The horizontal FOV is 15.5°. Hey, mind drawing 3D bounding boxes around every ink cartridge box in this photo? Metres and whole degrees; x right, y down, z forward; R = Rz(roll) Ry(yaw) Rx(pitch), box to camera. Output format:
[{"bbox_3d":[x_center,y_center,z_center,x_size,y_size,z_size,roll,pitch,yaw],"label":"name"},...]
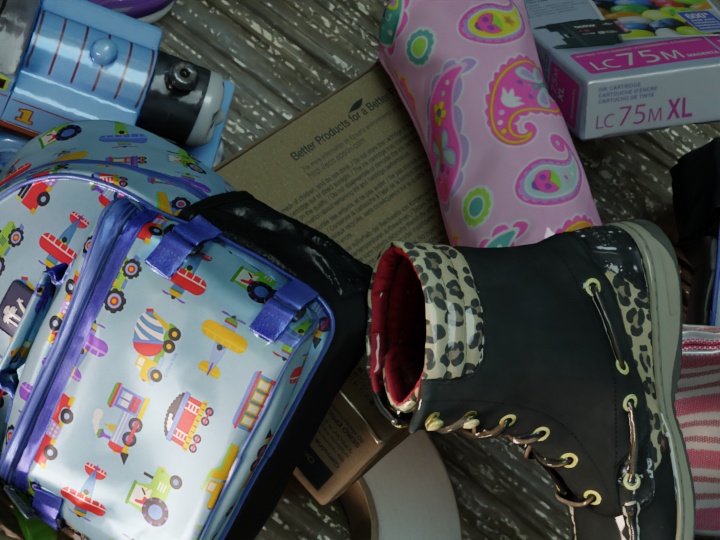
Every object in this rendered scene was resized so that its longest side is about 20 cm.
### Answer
[{"bbox_3d":[0.000,0.000,1.367,0.165,0.075,0.200,48,47,7],"label":"ink cartridge box"},{"bbox_3d":[0.133,-0.131,1.443,0.119,0.200,0.042,-8,116,-19],"label":"ink cartridge box"}]

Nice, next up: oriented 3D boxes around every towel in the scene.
[{"bbox_3d":[0.214,0.092,1.341,0.146,0.200,0.030,4,56,8],"label":"towel"}]

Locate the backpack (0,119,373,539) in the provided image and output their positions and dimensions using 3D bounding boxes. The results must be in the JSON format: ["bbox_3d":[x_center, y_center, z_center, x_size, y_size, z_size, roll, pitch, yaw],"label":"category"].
[{"bbox_3d":[-0.114,0.030,1.228,0.200,0.134,0.183,34,105,11],"label":"backpack"}]

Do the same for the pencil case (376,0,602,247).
[{"bbox_3d":[0.068,-0.056,1.344,0.087,0.088,0.201,-5,62,-20],"label":"pencil case"}]

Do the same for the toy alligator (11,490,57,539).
[{"bbox_3d":[-0.192,0.042,1.330,0.059,0.054,0.201,-17,77,-24],"label":"toy alligator"}]

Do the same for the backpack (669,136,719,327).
[{"bbox_3d":[0.234,0.015,1.397,0.153,0.191,0.201,-4,67,16],"label":"backpack"}]

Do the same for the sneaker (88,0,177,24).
[{"bbox_3d":[-0.183,-0.194,1.402,0.199,0.088,0.081,23,64,-11],"label":"sneaker"}]

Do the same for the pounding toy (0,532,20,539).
[{"bbox_3d":[-0.250,0.120,1.234,0.200,0.142,0.185,-30,81,1],"label":"pounding toy"}]

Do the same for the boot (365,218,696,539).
[{"bbox_3d":[0.076,0.078,1.223,0.153,0.073,0.205,-1,90,-34],"label":"boot"}]

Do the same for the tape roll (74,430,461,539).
[{"bbox_3d":[-0.046,0.136,1.356,0.202,0.037,0.204,6,68,-16],"label":"tape roll"}]

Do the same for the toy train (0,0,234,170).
[{"bbox_3d":[-0.158,-0.097,1.359,0.199,0.114,0.087,20,66,-10],"label":"toy train"}]
